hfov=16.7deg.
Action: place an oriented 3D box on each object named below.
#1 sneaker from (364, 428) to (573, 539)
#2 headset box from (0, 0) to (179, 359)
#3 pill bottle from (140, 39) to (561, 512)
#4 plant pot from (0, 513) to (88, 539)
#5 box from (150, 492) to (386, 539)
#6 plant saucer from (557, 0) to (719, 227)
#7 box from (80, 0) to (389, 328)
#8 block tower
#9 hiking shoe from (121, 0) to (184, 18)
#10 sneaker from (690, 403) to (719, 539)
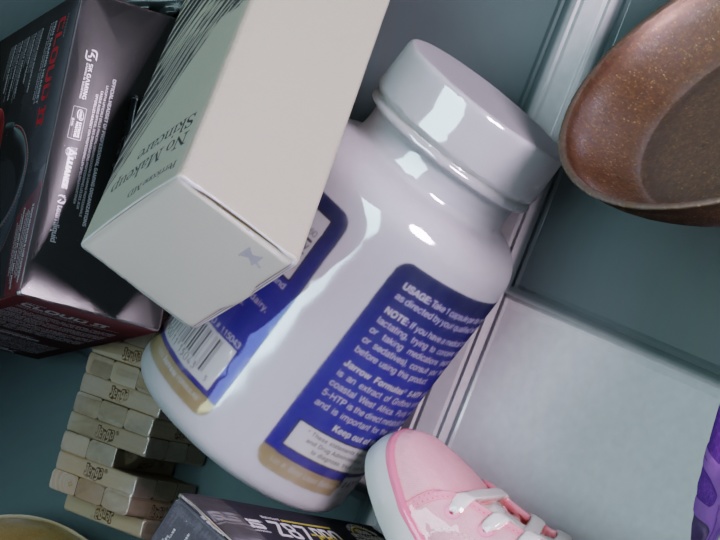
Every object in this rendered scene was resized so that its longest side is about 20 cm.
[{"bbox_3d":[0.089,0.136,1.079,0.105,0.075,0.201,-40,70,24],"label":"sneaker"},{"bbox_3d":[-0.143,-0.043,1.194,0.200,0.074,0.150,-12,65,64],"label":"headset box"},{"bbox_3d":[0.000,0.000,1.135,0.120,0.119,0.200,45,104,30],"label":"pill bottle"},{"bbox_3d":[-0.176,0.226,1.255,0.199,0.027,0.202,-6,78,30],"label":"plant pot"},{"bbox_3d":[-0.072,0.203,1.116,0.049,0.161,0.201,37,101,31],"label":"box"},{"bbox_3d":[0.180,-0.077,1.037,0.199,0.037,0.201,-25,28,14],"label":"plant saucer"},{"bbox_3d":[-0.049,-0.079,1.093,0.082,0.068,0.201,-32,30,42],"label":"box"},{"bbox_3d":[-0.094,0.031,1.226,0.057,0.054,0.202,15,89,32],"label":"block tower"},{"bbox_3d":[-0.064,-0.153,1.244,0.199,0.074,0.087,-12,52,28],"label":"hiking shoe"},{"bbox_3d":[0.159,0.113,0.970,0.080,0.083,0.202,9,90,31],"label":"sneaker"}]
